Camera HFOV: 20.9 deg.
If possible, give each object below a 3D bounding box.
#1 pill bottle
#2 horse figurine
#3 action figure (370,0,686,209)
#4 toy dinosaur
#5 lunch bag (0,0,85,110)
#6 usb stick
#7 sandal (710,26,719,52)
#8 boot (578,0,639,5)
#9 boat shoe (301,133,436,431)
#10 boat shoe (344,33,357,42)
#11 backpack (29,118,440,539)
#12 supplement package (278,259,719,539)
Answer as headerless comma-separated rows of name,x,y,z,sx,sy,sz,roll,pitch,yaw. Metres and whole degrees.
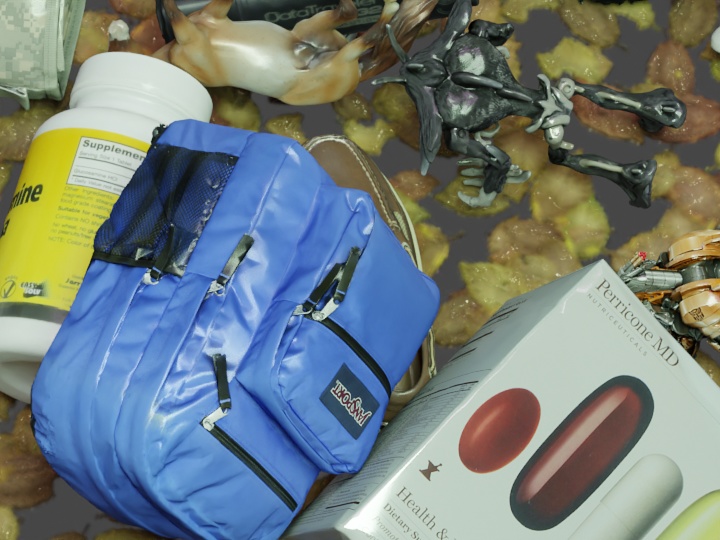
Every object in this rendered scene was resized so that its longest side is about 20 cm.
pill bottle,-0.153,-0.023,1.154,0.112,0.112,0.200,12,66,4
horse figurine,-0.052,-0.141,1.170,0.200,0.133,0.050,4,55,-12
action figure,0.091,-0.096,1.195,0.200,0.102,0.119,16,77,-17
toy dinosaur,0.206,0.019,1.126,0.200,0.136,0.102,0,77,44
lunch bag,-0.254,-0.205,1.233,0.164,0.118,0.200,6,72,1
usb stick,-0.028,-0.166,1.209,0.200,0.055,0.033,-8,50,7
sandal,0.325,-0.135,1.245,0.202,0.082,0.050,-2,109,-4
boot,0.211,-0.253,1.285,0.198,0.073,0.163,8,64,10
boat shoe,0.006,-0.002,1.168,0.075,0.075,0.202,-16,67,-8
boat shoe,-0.016,-0.218,1.264,0.071,0.070,0.200,22,71,9
backpack,-0.069,0.043,1.025,0.168,0.163,0.200,12,64,42
supplement package,0.101,0.138,1.043,0.191,0.147,0.200,46,72,-4
